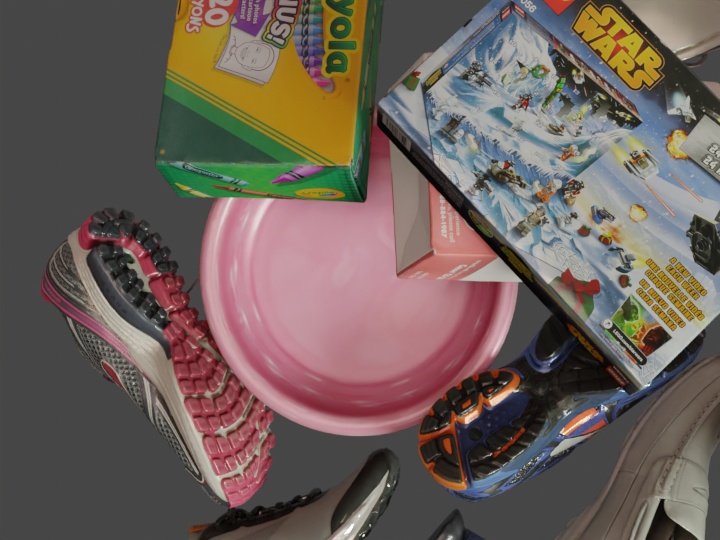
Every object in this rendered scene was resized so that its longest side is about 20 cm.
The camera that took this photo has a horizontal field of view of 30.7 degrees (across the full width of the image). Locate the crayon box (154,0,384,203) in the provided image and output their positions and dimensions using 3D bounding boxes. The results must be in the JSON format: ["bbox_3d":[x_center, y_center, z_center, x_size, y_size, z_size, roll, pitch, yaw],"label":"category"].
[{"bbox_3d":[-0.048,-0.144,0.789,0.117,0.058,0.203,2,72,10],"label":"crayon box"}]

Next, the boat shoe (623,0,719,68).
[{"bbox_3d":[0.204,-0.165,0.793,0.197,0.062,0.076,-19,87,4],"label":"boat shoe"}]

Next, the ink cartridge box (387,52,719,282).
[{"bbox_3d":[0.120,-0.055,0.769,0.197,0.067,0.118,2,77,-18],"label":"ink cartridge box"}]

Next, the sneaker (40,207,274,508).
[{"bbox_3d":[-0.125,0.060,0.832,0.074,0.080,0.202,-35,85,30],"label":"sneaker"}]

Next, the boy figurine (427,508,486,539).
[{"bbox_3d":[0.105,0.246,0.811,0.200,0.064,0.125,43,92,6],"label":"boy figurine"}]

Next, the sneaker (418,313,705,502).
[{"bbox_3d":[0.122,0.075,0.805,0.198,0.079,0.076,-27,61,-9],"label":"sneaker"}]

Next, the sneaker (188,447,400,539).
[{"bbox_3d":[-0.059,0.173,0.824,0.199,0.074,0.080,-38,82,6],"label":"sneaker"}]

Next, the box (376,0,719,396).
[{"bbox_3d":[0.123,-0.056,0.689,0.137,0.040,0.200,-41,82,-8],"label":"box"}]

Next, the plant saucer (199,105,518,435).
[{"bbox_3d":[0.000,0.000,0.824,0.197,0.051,0.204,0,90,6],"label":"plant saucer"}]

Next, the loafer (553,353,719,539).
[{"bbox_3d":[0.178,0.140,0.777,0.069,0.070,0.201,28,75,36],"label":"loafer"}]
